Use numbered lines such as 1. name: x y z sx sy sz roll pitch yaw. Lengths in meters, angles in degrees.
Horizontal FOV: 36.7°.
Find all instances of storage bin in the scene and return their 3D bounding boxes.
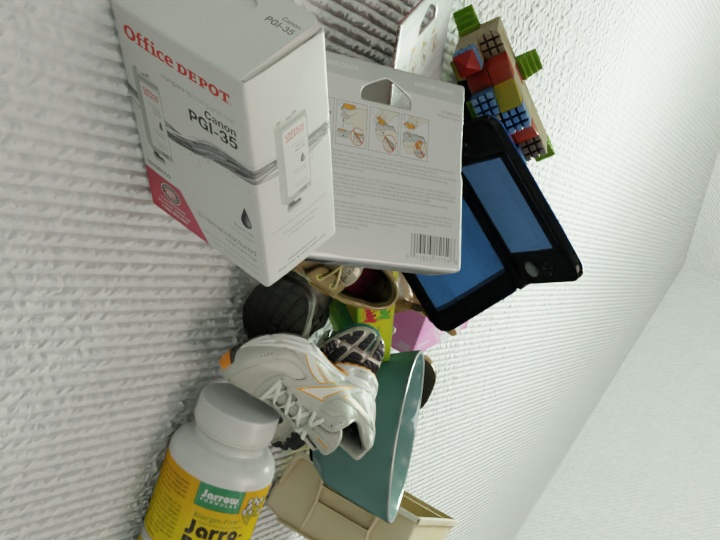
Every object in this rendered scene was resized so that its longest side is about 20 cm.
1. storage bin: 0.003 0.322 1.426 0.095 0.196 0.200 -63 158 -3

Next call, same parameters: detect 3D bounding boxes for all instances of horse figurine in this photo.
1. horse figurine: 0.047 0.010 1.319 0.050 0.131 0.202 -43 138 -26

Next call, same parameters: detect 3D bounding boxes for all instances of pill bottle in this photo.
1. pill bottle: -0.151 0.222 1.094 0.112 0.112 0.203 -8 122 -63

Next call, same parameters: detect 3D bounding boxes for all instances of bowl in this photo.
1. bowl: 0.007 0.186 1.275 0.201 0.103 0.205 9 90 -80

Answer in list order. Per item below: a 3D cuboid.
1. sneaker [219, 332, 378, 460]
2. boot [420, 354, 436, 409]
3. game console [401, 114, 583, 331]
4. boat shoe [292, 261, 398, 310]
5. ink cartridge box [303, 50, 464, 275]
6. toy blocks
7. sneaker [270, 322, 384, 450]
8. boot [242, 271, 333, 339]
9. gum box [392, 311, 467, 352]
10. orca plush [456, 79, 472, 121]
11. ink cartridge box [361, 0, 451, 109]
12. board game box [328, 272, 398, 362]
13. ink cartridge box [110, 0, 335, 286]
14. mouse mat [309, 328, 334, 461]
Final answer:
1. sneaker: -0.052 0.128 1.062 0.198 0.093 0.075 23 136 -38
2. boot: 0.058 0.168 1.531 0.076 0.073 0.201 -52 175 -44
3. game console: 0.115 -0.043 1.168 0.118 0.202 0.170 -38 -168 -20
4. boat shoe: -0.022 -0.014 1.014 0.075 0.066 0.199 -55 147 5
5. ink cartridge box: 0.009 -0.092 0.969 0.197 0.043 0.178 6 83 -38
6. toy blocks: 0.158 -0.190 1.210 0.203 0.098 0.137 64 19 -18
7. sneaker: -0.049 0.115 1.196 0.200 0.077 0.080 -43 -155 32
8. boot: -0.065 0.032 1.132 0.131 0.067 0.201 -51 171 -36
9. gum box: 0.105 0.035 1.512 0.199 0.065 0.115 -20 133 -59
10. orca plush: 0.143 -0.204 1.381 0.200 0.070 0.107 48 26 -72
11. ink cartridge box: 0.041 -0.196 1.084 0.201 0.043 0.176 -56 157 -54
12. board game box: 0.000 0.000 1.192 0.047 0.102 0.202 -12 135 -17
13. ink cartridge box: -0.098 -0.111 0.807 0.083 0.146 0.202 -39 148 -29
14. mouse mat: -0.018 0.170 1.397 0.200 0.007 0.164 35 62 -68
